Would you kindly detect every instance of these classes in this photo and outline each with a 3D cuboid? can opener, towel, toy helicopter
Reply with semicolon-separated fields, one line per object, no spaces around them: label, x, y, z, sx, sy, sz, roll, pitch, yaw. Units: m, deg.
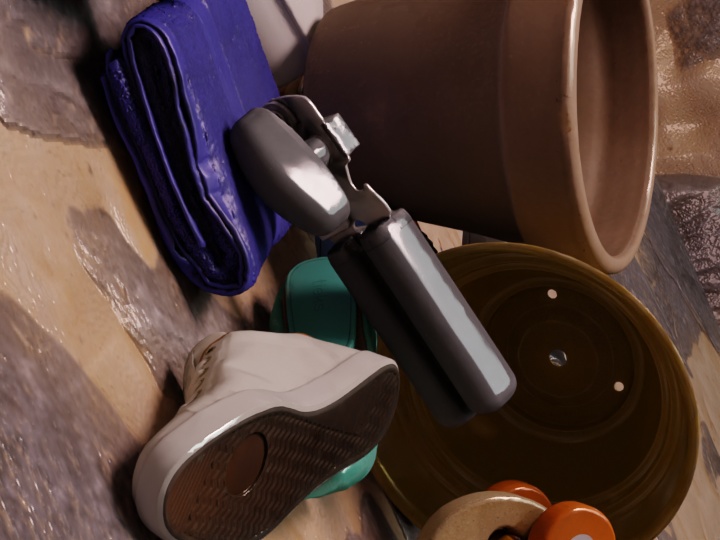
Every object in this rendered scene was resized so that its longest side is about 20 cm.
can opener;0.000;0.000;1.271;0.067;0.053;0.200;-40;99;-42
towel;-0.082;-0.075;1.305;0.200;0.049;0.148;-60;133;-74
toy helicopter;0.072;0.216;1.312;0.079;0.132;0.200;14;-62;62

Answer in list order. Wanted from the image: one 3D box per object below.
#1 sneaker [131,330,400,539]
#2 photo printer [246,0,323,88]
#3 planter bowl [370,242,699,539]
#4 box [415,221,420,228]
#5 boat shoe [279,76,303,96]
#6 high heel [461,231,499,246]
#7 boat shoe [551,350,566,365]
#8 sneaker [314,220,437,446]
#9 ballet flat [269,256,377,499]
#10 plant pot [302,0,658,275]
sneaker;-0.062;0.073;1.130;0.200;0.085;0.073;-19;126;-62
photo printer;-0.092;-0.223;1.442;0.200;0.069;0.166;59;16;-32
planter bowl;0.100;0.063;1.376;0.201;0.200;0.083;64;29;-13
box;0.047;0.068;1.569;0.200;0.040;0.137;65;14;-6
boat shoe;0.010;-0.086;1.584;0.200;0.072;0.076;35;63;-55
high heel;0.083;0.037;1.563;0.200;0.071;0.143;-86;166;-46
boat shoe;0.120;0.090;1.749;0.068;0.072;0.200;-100;164;-56
sneaker;0.019;0.050;1.443;0.078;0.066;0.200;22;-46;52
ballet flat;-0.016;0.072;1.280;0.200;0.067;0.070;-87;167;-57
plant pot;0.065;-0.099;1.417;0.200;0.174;0.201;1;90;-71
